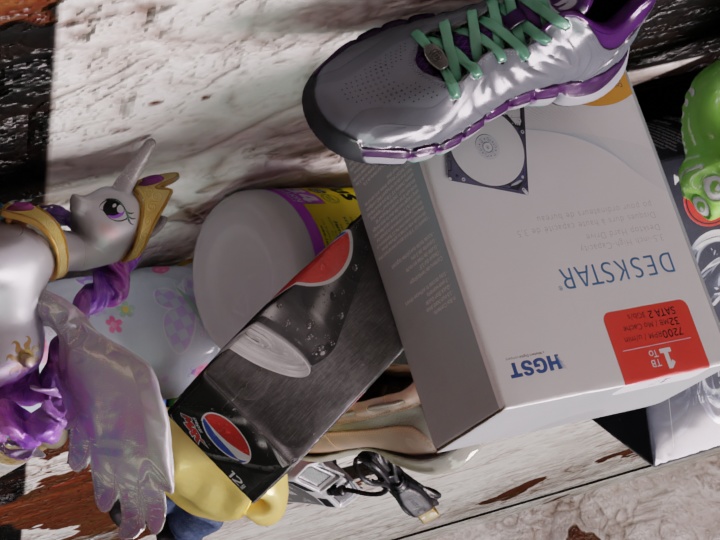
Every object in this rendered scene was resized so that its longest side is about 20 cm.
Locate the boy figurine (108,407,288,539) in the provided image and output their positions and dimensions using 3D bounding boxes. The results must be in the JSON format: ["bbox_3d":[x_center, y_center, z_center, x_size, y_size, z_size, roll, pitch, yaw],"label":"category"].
[{"bbox_3d":[-0.096,0.117,1.062,0.124,0.065,0.200,31,143,-10],"label":"boy figurine"}]

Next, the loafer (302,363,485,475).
[{"bbox_3d":[-0.003,0.077,1.043,0.199,0.063,0.072,2,-135,51],"label":"loafer"}]

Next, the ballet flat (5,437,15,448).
[{"bbox_3d":[-0.292,0.094,1.047,0.070,0.071,0.199,-29,162,36],"label":"ballet flat"}]

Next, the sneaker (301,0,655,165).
[{"bbox_3d":[0.062,-0.116,0.824,0.199,0.075,0.088,-21,159,-33],"label":"sneaker"}]

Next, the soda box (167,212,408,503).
[{"bbox_3d":[-0.011,0.029,0.923,0.200,0.071,0.063,-46,-179,-35],"label":"soda box"}]

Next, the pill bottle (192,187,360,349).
[{"bbox_3d":[0.000,0.000,1.064,0.199,0.105,0.104,-3,159,-44],"label":"pill bottle"}]

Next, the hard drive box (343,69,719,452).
[{"bbox_3d":[0.090,-0.020,0.913,0.155,0.202,0.077,-9,163,-30],"label":"hard drive box"}]

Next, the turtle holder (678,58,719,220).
[{"bbox_3d":[0.277,-0.102,0.969,0.184,0.133,0.141,-15,165,-12],"label":"turtle holder"}]

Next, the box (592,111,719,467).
[{"bbox_3d":[0.238,-0.001,1.114,0.181,0.202,0.104,-15,-162,-15],"label":"box"}]

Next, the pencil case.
[{"bbox_3d":[-0.173,0.041,1.050,0.199,0.091,0.083,-9,141,-33],"label":"pencil case"}]

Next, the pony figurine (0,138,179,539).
[{"bbox_3d":[-0.177,0.033,0.865,0.199,0.195,0.166,-10,-157,-44],"label":"pony figurine"}]

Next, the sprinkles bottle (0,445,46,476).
[{"bbox_3d":[-0.289,0.129,1.254,0.199,0.069,0.068,-31,160,38],"label":"sprinkles bottle"}]

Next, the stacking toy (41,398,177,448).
[{"bbox_3d":[-0.116,0.082,1.150,0.198,0.086,0.085,4,161,-8],"label":"stacking toy"}]

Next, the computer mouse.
[{"bbox_3d":[-0.038,0.140,1.223,0.199,0.044,0.110,2,156,37],"label":"computer mouse"}]

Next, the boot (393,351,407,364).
[{"bbox_3d":[0.020,0.092,1.206,0.153,0.074,0.203,-29,177,26],"label":"boot"}]
